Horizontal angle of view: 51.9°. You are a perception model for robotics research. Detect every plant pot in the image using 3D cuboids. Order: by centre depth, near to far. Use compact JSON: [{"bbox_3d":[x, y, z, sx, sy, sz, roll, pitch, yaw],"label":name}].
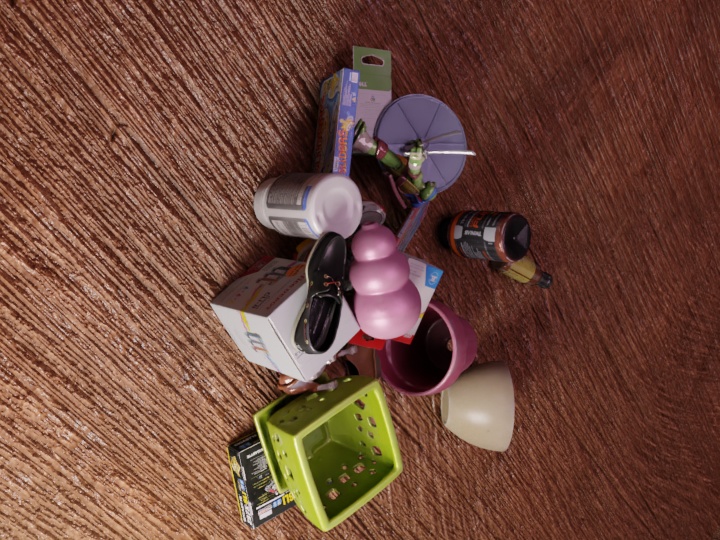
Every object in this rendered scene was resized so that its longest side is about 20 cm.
[{"bbox_3d":[-0.068,0.304,1.321,0.199,0.181,0.201,-29,113,-35],"label":"plant pot"},{"bbox_3d":[0.152,0.158,1.556,0.178,0.199,0.202,6,92,-56],"label":"plant pot"},{"bbox_3d":[0.255,0.305,1.670,0.133,0.200,0.202,1,96,-4],"label":"plant pot"}]

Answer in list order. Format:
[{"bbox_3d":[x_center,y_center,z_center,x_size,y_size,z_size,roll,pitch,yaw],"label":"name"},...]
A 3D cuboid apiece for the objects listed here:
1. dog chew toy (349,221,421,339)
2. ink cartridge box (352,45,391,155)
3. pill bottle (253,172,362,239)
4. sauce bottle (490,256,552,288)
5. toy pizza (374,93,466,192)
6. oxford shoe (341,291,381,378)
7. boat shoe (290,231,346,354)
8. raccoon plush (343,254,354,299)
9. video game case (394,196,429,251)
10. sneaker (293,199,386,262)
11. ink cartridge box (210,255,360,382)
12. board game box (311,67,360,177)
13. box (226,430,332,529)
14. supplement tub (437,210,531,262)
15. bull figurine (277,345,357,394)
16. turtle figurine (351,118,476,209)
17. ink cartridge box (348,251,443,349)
[{"bbox_3d":[0.036,0.014,1.283,0.124,0.124,0.202,-25,111,-35],"label":"dog chew toy"},{"bbox_3d":[0.006,-0.327,1.446,0.103,0.059,0.202,-6,99,-39],"label":"ink cartridge box"},{"bbox_3d":[-0.098,-0.114,1.295,0.113,0.199,0.115,-6,100,-38],"label":"pill bottle"},{"bbox_3d":[0.400,-0.001,1.813,0.199,0.066,0.067,25,80,-41],"label":"sauce bottle"},{"bbox_3d":[0.118,-0.248,1.464,0.198,0.032,0.202,1,86,-18],"label":"toy pizza"},{"bbox_3d":[-0.009,0.143,1.486,0.071,0.071,0.202,-22,111,-32],"label":"oxford shoe"},{"bbox_3d":[-0.054,0.036,1.185,0.073,0.063,0.203,20,79,-34],"label":"boat shoe"},{"bbox_3d":[0.000,0.000,1.404,0.097,0.133,0.202,16,60,-62],"label":"raccoon plush"},{"bbox_3d":[0.089,-0.069,1.512,0.017,0.143,0.201,29,71,8],"label":"video game case"},{"bbox_3d":[-0.031,-0.046,1.327,0.200,0.082,0.078,-40,127,16],"label":"sneaker"},{"bbox_3d":[-0.131,0.078,1.289,0.145,0.199,0.145,-43,120,-28],"label":"ink cartridge box"},{"bbox_3d":[-0.048,-0.257,1.359,0.034,0.135,0.202,6,91,-21],"label":"board game box"},{"bbox_3d":[-0.147,0.371,1.411,0.199,0.049,0.161,-21,111,-37],"label":"box"},{"bbox_3d":[0.261,-0.076,1.598,0.106,0.199,0.108,-5,98,-40],"label":"supplement tub"},{"bbox_3d":[-0.081,0.158,1.356,0.200,0.120,0.066,-62,136,-55],"label":"bull figurine"},{"bbox_3d":[0.086,-0.230,1.362,0.193,0.200,0.145,28,43,-13],"label":"turtle figurine"},{"bbox_3d":[0.066,0.068,1.423,0.116,0.067,0.201,18,98,-47],"label":"ink cartridge box"}]
